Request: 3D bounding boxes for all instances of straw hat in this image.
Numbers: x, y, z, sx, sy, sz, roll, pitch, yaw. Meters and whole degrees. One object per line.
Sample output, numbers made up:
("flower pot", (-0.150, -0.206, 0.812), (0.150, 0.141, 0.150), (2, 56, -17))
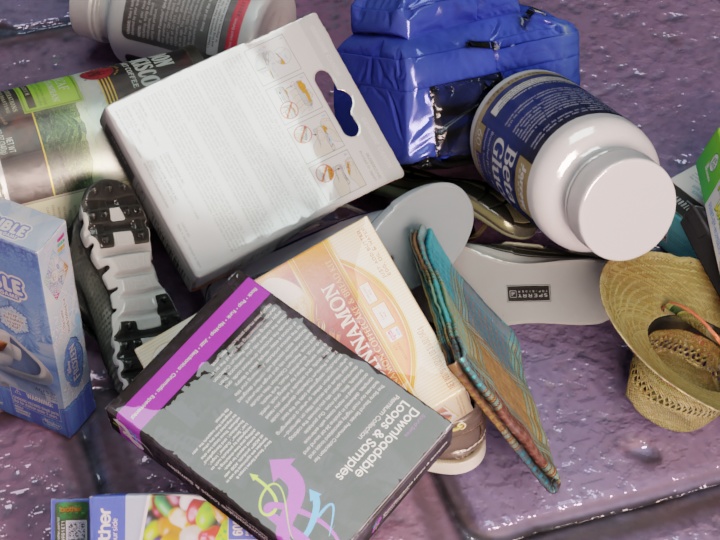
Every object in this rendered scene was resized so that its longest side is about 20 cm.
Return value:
("straw hat", (0.253, 0.078, 1.448), (0.200, 0.085, 0.202), (20, 35, -14))

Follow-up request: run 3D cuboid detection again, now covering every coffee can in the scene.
("coffee can", (-0.221, -0.098, 1.595), (0.198, 0.147, 0.147), (-15, 45, -15))

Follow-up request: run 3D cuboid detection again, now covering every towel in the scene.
("towel", (0.094, 0.062, 1.411), (0.022, 0.147, 0.200), (-34, 28, 11))

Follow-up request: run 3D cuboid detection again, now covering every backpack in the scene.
("backpack", (0.096, -0.175, 1.639), (0.198, 0.169, 0.162), (-8, 18, -26))

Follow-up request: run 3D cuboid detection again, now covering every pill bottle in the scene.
("pill bottle", (-0.169, -0.237, 1.769), (0.198, 0.111, 0.111), (16, 46, 16))
("pill bottle", (0.170, -0.081, 1.490), (0.110, 0.112, 0.200), (-14, 25, -14))

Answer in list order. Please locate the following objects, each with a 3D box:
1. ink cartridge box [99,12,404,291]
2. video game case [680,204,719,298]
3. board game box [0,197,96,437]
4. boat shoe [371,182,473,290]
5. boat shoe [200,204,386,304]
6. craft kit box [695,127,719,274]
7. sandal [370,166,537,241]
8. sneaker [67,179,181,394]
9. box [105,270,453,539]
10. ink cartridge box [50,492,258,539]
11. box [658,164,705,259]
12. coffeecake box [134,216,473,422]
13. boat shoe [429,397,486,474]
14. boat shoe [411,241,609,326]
("ink cartridge box", (-0.089, -0.099, 1.526), (0.199, 0.050, 0.163), (-26, 82, -21))
("video game case", (0.365, 0.034, 1.488), (0.179, 0.026, 0.201), (10, 38, -26))
("board game box", (-0.305, 0.017, 1.436), (0.199, 0.200, 0.043), (19, 46, 20))
("boat shoe", (0.000, 0.000, 1.508), (0.200, 0.071, 0.091), (-43, 19, -22))
("boat shoe", (-0.042, -0.020, 1.573), (0.201, 0.075, 0.086), (-22, 44, -8))
("craft kit box", (0.372, -0.014, 1.498), (0.196, 0.049, 0.201), (23, 33, -13))
("sandal", (0.070, -0.051, 1.613), (0.200, 0.058, 0.079), (16, 12, 40))
("sneaker", (-0.193, 0.035, 1.502), (0.066, 0.090, 0.202), (-7, 73, -35))
("box", (-0.056, 0.107, 1.296), (0.199, 0.036, 0.143), (34, 65, 22))
("ink cartridge box", (-0.119, 0.214, 1.298), (0.198, 0.042, 0.121), (-1, 84, 2))
("box", (0.346, -0.069, 1.632), (0.199, 0.049, 0.082), (-27, 50, -26))
("coffeecake box", (-0.041, 0.081, 1.380), (0.199, 0.073, 0.154), (-30, 71, -2))
("boat shoe", (-0.001, 0.106, 1.441), (0.198, 0.060, 0.072), (9, 45, 10))
("boat shoe", (0.125, 0.012, 1.543), (0.198, 0.071, 0.064), (6, 10, 18))
